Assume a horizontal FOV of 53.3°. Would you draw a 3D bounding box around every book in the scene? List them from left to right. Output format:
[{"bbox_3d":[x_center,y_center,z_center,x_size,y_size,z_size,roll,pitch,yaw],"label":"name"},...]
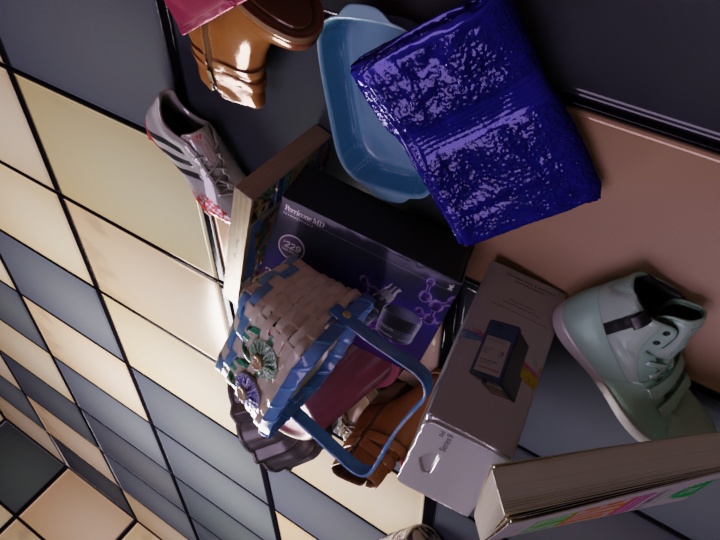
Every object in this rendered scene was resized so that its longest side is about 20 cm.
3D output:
[{"bbox_3d":[0.207,0.196,0.639,0.134,0.197,0.049,88,170,-60],"label":"book"}]

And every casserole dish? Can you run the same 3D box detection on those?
[{"bbox_3d":[0.024,-0.157,0.674,0.120,0.039,0.202,19,139,30],"label":"casserole dish"}]

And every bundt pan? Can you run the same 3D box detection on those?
[{"bbox_3d":[-0.097,0.179,1.022,0.075,0.203,0.203,-18,115,26],"label":"bundt pan"}]

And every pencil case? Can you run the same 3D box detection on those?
[{"bbox_3d":[0.074,0.511,1.278,0.090,0.077,0.200,58,147,13],"label":"pencil case"}]

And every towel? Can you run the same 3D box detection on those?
[{"bbox_3d":[0.096,-0.114,0.597,0.147,0.050,0.201,-18,121,36],"label":"towel"}]

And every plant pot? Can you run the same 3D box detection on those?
[{"bbox_3d":[-0.053,0.102,0.895,0.198,0.179,0.201,26,142,22],"label":"plant pot"}]

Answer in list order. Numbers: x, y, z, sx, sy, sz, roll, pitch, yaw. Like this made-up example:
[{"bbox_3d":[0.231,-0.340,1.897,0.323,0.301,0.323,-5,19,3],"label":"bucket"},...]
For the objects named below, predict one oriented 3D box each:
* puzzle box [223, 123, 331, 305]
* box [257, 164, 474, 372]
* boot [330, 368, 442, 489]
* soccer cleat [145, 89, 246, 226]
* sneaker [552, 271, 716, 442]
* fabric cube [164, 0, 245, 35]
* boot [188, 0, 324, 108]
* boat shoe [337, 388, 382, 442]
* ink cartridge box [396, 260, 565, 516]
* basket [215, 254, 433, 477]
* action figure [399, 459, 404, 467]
[{"bbox_3d":[-0.097,-0.058,0.815,0.025,0.133,0.201,36,145,11],"label":"puzzle box"},{"bbox_3d":[0.000,0.000,0.764,0.198,0.079,0.142,25,126,2],"label":"box"},{"bbox_3d":[0.055,0.204,0.912,0.199,0.155,0.077,-10,119,49],"label":"boot"},{"bbox_3d":[-0.190,-0.135,0.886,0.200,0.069,0.085,49,149,1],"label":"soccer cleat"},{"bbox_3d":[0.277,0.090,0.644,0.200,0.074,0.118,46,146,-2],"label":"sneaker"},{"bbox_3d":[-0.058,-0.309,0.463,0.199,0.197,0.201,-4,126,45],"label":"fabric cube"},{"bbox_3d":[-0.105,-0.222,0.705,0.200,0.073,0.156,42,149,29],"label":"boot"},{"bbox_3d":[0.002,0.232,1.073,0.072,0.065,0.202,22,140,27],"label":"boat shoe"},{"bbox_3d":[0.119,0.117,0.714,0.087,0.201,0.146,25,141,10],"label":"ink cartridge box"},{"bbox_3d":[-0.039,0.102,0.711,0.199,0.139,0.177,33,130,8],"label":"basket"},{"bbox_3d":[0.103,0.241,1.000,0.066,0.052,0.200,50,142,-3],"label":"action figure"}]
